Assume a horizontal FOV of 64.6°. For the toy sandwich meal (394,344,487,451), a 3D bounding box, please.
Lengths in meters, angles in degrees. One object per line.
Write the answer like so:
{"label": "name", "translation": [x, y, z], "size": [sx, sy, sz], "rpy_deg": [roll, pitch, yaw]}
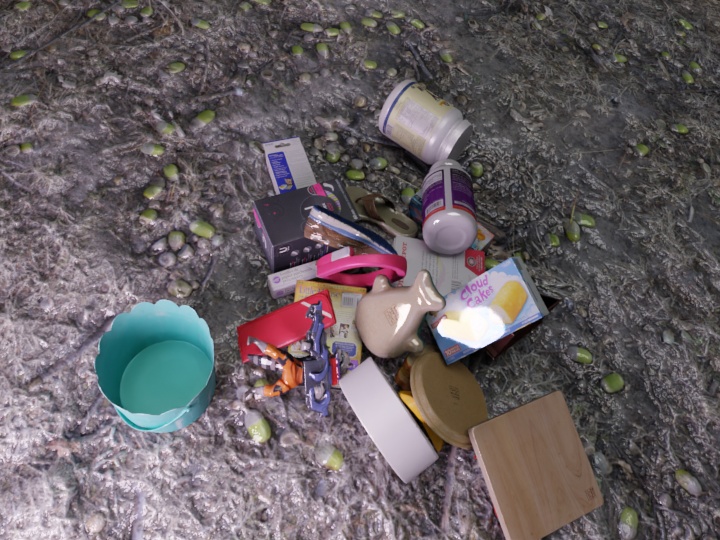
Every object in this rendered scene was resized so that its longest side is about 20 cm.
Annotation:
{"label": "toy sandwich meal", "translation": [0.147, 0.236, 1.048], "size": [0.203, 0.070, 0.208], "rpy_deg": [26, 42, -25]}

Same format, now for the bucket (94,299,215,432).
{"label": "bucket", "translation": [-0.344, 0.173, 0.983], "size": [0.202, 0.136, 0.211], "rpy_deg": [4, 57, -6]}

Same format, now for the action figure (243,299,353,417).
{"label": "action figure", "translation": [-0.107, 0.149, 1.016], "size": [0.189, 0.105, 0.205], "rpy_deg": [4, 93, -11]}

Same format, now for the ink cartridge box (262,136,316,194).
{"label": "ink cartridge box", "translation": [-0.158, -0.219, 1.312], "size": [0.093, 0.037, 0.203], "rpy_deg": [-13, 64, -15]}

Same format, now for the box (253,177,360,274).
{"label": "box", "translation": [-0.114, -0.096, 1.201], "size": [0.197, 0.107, 0.124], "rpy_deg": [-19, 62, -19]}

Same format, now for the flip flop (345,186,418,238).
{"label": "flip flop", "translation": [0.044, -0.136, 1.280], "size": [0.198, 0.058, 0.081], "rpy_deg": [32, 59, 11]}

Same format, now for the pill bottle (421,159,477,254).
{"label": "pill bottle", "translation": [0.183, -0.139, 1.187], "size": [0.110, 0.114, 0.203], "rpy_deg": [8, 48, -4]}

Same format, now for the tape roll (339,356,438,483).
{"label": "tape roll", "translation": [0.046, 0.248, 0.955], "size": [0.070, 0.203, 0.204], "rpy_deg": [-35, 68, -3]}

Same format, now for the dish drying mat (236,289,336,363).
{"label": "dish drying mat", "translation": [-0.143, 0.104, 1.077], "size": [0.197, 0.018, 0.078], "rpy_deg": [-23, 63, 8]}

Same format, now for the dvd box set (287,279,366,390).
{"label": "dvd box set", "translation": [-0.066, 0.124, 1.099], "size": [0.143, 0.029, 0.204], "rpy_deg": [6, 68, -5]}

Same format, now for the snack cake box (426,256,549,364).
{"label": "snack cake box", "translation": [0.223, 0.073, 1.031], "size": [0.067, 0.198, 0.117], "rpy_deg": [-6, 67, -60]}

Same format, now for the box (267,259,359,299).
{"label": "box", "translation": [-0.095, 0.006, 1.181], "size": [0.196, 0.042, 0.039], "rpy_deg": [-18, 63, -20]}

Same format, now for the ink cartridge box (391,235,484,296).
{"label": "ink cartridge box", "translation": [0.154, 0.023, 1.183], "size": [0.195, 0.086, 0.150], "rpy_deg": [10, 57, 0]}

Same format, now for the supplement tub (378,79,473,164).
{"label": "supplement tub", "translation": [0.158, -0.350, 1.378], "size": [0.199, 0.146, 0.145], "rpy_deg": [36, 60, 13]}

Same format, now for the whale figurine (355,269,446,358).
{"label": "whale figurine", "translation": [0.081, 0.074, 1.044], "size": [0.103, 0.200, 0.161], "rpy_deg": [-14, 69, -50]}

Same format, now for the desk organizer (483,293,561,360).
{"label": "desk organizer", "translation": [0.313, 0.091, 1.138], "size": [0.198, 0.078, 0.072], "rpy_deg": [-24, 63, -41]}

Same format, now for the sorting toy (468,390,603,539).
{"label": "sorting toy", "translation": [0.294, 0.343, 0.997], "size": [0.195, 0.070, 0.204], "rpy_deg": [-15, 79, -21]}

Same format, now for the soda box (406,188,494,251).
{"label": "soda box", "translation": [0.200, -0.103, 1.281], "size": [0.199, 0.064, 0.068], "rpy_deg": [42, 62, 17]}

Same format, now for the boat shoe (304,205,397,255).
{"label": "boat shoe", "translation": [-0.020, -0.054, 1.128], "size": [0.197, 0.073, 0.072], "rpy_deg": [28, 16, -8]}

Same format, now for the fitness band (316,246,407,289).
{"label": "fitness band", "translation": [0.000, 0.000, 1.087], "size": [0.142, 0.198, 0.038], "rpy_deg": [16, 70, -34]}
